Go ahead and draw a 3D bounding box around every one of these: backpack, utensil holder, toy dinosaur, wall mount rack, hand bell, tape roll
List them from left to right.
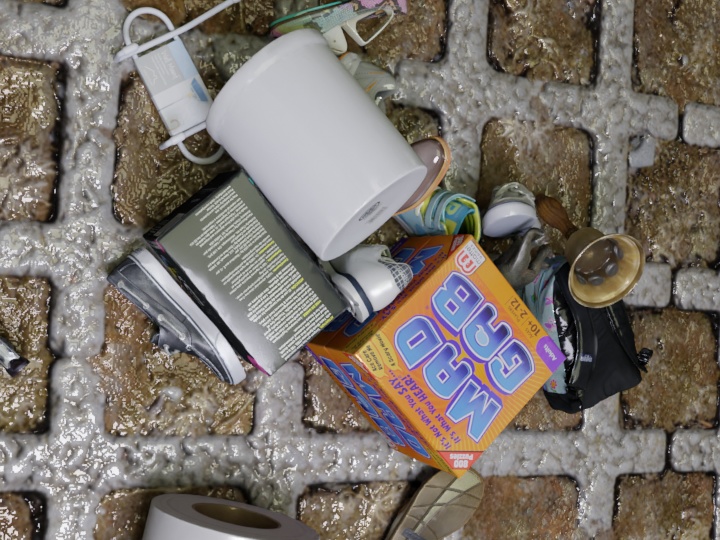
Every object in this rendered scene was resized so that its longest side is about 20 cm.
[{"bbox_3d":[-0.189,-0.236,1.139,0.173,0.074,0.201,-31,103,-21],"label":"wall mount rack"},{"bbox_3d":[-0.156,0.348,1.087,0.201,0.202,0.141,15,84,-21],"label":"tape roll"},{"bbox_3d":[-0.047,-0.137,1.066,0.169,0.170,0.200,-37,80,-18],"label":"utensil holder"},{"bbox_3d":[0.197,-0.001,1.225,0.102,0.200,0.077,-44,96,-16],"label":"toy dinosaur"},{"bbox_3d":[0.276,-0.048,1.253,0.103,0.200,0.105,-8,122,-14],"label":"hand bell"},{"bbox_3d":[0.291,0.077,1.307,0.166,0.126,0.202,-20,95,-34],"label":"backpack"}]

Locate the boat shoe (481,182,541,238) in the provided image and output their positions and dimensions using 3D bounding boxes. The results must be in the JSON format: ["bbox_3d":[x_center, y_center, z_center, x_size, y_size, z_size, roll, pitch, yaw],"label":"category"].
[{"bbox_3d":[0.193,-0.082,1.248,0.073,0.200,0.066,-14,84,11],"label":"boat shoe"}]

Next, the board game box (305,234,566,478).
[{"bbox_3d":[0.085,0.097,1.183,0.200,0.200,0.200,-44,106,-16],"label":"board game box"}]

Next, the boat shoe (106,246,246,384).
[{"bbox_3d":[-0.219,0.068,1.129,0.068,0.072,0.200,-43,102,-18],"label":"boat shoe"}]

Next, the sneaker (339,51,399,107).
[{"bbox_3d":[-0.014,-0.172,1.194,0.091,0.076,0.202,21,83,7],"label":"sneaker"}]

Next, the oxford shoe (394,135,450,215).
[{"bbox_3d":[0.022,-0.097,1.165,0.199,0.073,0.072,-35,76,23],"label":"oxford shoe"}]

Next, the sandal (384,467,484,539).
[{"bbox_3d":[0.081,0.335,1.266,0.080,0.054,0.201,37,92,-12],"label":"sandal"}]

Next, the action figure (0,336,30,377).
[{"bbox_3d":[-0.450,0.045,1.039,0.130,0.069,0.200,-41,100,-7],"label":"action figure"}]

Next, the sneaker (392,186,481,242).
[{"bbox_3d":[0.080,-0.096,1.217,0.200,0.130,0.080,43,76,-15],"label":"sneaker"}]

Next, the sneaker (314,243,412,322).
[{"bbox_3d":[0.000,0.000,1.149,0.080,0.200,0.077,-34,115,-6],"label":"sneaker"}]

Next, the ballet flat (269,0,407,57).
[{"bbox_3d":[-0.018,-0.315,1.213,0.199,0.069,0.072,-29,102,-23],"label":"ballet flat"}]

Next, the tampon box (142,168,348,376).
[{"bbox_3d":[-0.137,0.001,1.116,0.126,0.150,0.201,-40,104,-12],"label":"tampon box"}]
